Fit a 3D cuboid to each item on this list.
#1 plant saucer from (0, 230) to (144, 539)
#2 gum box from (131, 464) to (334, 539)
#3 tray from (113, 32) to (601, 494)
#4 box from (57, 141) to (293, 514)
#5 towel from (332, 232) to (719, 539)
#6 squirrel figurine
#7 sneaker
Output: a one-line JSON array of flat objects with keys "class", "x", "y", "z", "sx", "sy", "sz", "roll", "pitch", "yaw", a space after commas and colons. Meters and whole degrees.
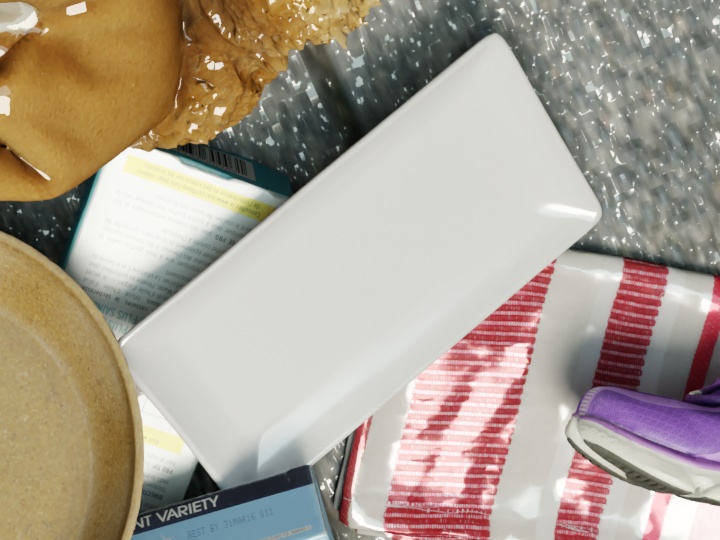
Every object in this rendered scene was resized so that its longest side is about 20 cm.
[{"class": "plant saucer", "x": -0.178, "y": 0.078, "z": 0.764, "sx": 0.199, "sy": 0.035, "sz": 0.201, "roll": -2, "pitch": 75, "yaw": 6}, {"class": "gum box", "x": -0.077, "y": 0.187, "z": 0.842, "sx": 0.169, "sy": 0.045, "sz": 0.200, "roll": -16, "pitch": 129, "yaw": -1}, {"class": "tray", "x": 0.000, "y": 0.000, "z": 0.808, "sx": 0.200, "sy": 0.022, "sz": 0.107, "roll": -40, "pitch": 125, "yaw": -7}, {"class": "box", "x": -0.100, "y": 0.043, "z": 0.832, "sx": 0.082, "sy": 0.049, "sz": 0.200, "roll": 20, "pitch": 103, "yaw": -11}, {"class": "towel", "x": 0.099, "y": 0.063, "z": 0.871, "sx": 0.199, "sy": 0.023, "sz": 0.145, "roll": 10, "pitch": 104, "yaw": -8}, {"class": "squirrel figurine", "x": -0.089, "y": -0.134, "z": 0.724, "sx": 0.199, "sy": 0.142, "sz": 0.187, "roll": 6, "pitch": 124, "yaw": -32}, {"class": "sneaker", "x": 0.183, "y": 0.059, "z": 0.840, "sx": 0.199, "sy": 0.081, "sz": 0.084, "roll": 2, "pitch": 88, "yaw": -12}]
